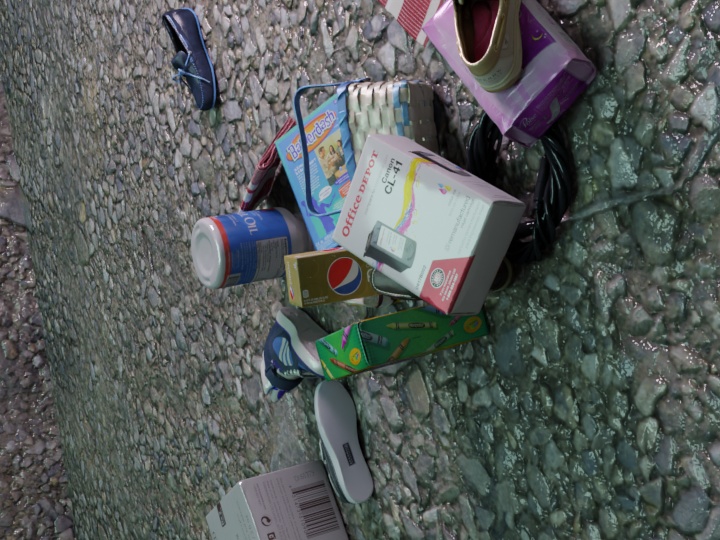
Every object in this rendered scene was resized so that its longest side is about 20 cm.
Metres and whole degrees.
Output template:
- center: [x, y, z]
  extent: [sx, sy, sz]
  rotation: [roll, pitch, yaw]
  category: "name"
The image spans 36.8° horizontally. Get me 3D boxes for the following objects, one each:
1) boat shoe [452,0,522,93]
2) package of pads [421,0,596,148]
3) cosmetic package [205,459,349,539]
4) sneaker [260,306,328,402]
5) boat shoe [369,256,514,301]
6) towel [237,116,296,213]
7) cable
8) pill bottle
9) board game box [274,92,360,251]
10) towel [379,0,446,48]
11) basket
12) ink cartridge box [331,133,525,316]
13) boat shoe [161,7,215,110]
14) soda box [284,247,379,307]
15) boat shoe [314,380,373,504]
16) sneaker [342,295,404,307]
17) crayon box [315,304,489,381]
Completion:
- center: [0.134, -0.298, 1.177]
  extent: [0.073, 0.069, 0.204]
  rotation: [-17, 68, 31]
  category: "boat shoe"
- center: [0.167, -0.252, 1.232]
  extent: [0.121, 0.075, 0.201]
  rotation: [-47, 56, 22]
  category: "package of pads"
- center: [-0.145, 0.451, 1.870]
  extent: [0.200, 0.163, 0.167]
  rotation: [-50, 56, 51]
  category: "cosmetic package"
- center: [-0.103, 0.166, 1.784]
  extent: [0.200, 0.079, 0.149]
  rotation: [45, 123, 52]
  category: "sneaker"
- center: [0.094, 0.003, 1.382]
  extent: [0.197, 0.066, 0.073]
  rotation: [-2, 94, 27]
  category: "boat shoe"
- center: [-0.163, -0.141, 1.781]
  extent: [0.022, 0.145, 0.201]
  rotation: [28, 137, -1]
  category: "towel"
- center: [0.185, -0.106, 1.295]
  extent: [0.164, 0.050, 0.202]
  rotation: [53, 139, 36]
  category: "cable"
- center: [-0.160, -0.041, 1.725]
  extent: [0.112, 0.197, 0.115]
  rotation: [22, 117, 52]
  category: "pill bottle"
- center: [-0.031, -0.140, 1.584]
  extent: [0.151, 0.045, 0.203]
  rotation: [-32, 70, 30]
  category: "board game box"
- center: [0.063, -0.406, 1.423]
  extent: [0.201, 0.022, 0.145]
  rotation: [54, 138, 33]
  category: "towel"
- center: [0.005, -0.169, 1.455]
  extent: [0.196, 0.139, 0.180]
  rotation: [-5, 95, 23]
  category: "basket"
- center: [0.078, -0.057, 1.304]
  extent: [0.199, 0.085, 0.150]
  rotation: [31, 109, 31]
  category: "ink cartridge box"
- center: [-0.324, -0.387, 2.014]
  extent: [0.084, 0.068, 0.203]
  rotation: [-44, 62, 53]
  category: "boat shoe"
- center: [0.000, 0.000, 1.476]
  extent: [0.064, 0.196, 0.069]
  rotation: [-173, 74, -70]
  category: "soda box"
- center: [-0.037, 0.277, 1.747]
  extent: [0.067, 0.071, 0.203]
  rotation: [-22, 87, 56]
  category: "boat shoe"
- center: [-0.014, 0.004, 1.607]
  extent: [0.199, 0.089, 0.076]
  rotation: [19, 114, 54]
  category: "sneaker"
- center: [0.055, 0.088, 1.416]
  extent: [0.118, 0.197, 0.059]
  rotation: [-27, 77, 56]
  category: "crayon box"
